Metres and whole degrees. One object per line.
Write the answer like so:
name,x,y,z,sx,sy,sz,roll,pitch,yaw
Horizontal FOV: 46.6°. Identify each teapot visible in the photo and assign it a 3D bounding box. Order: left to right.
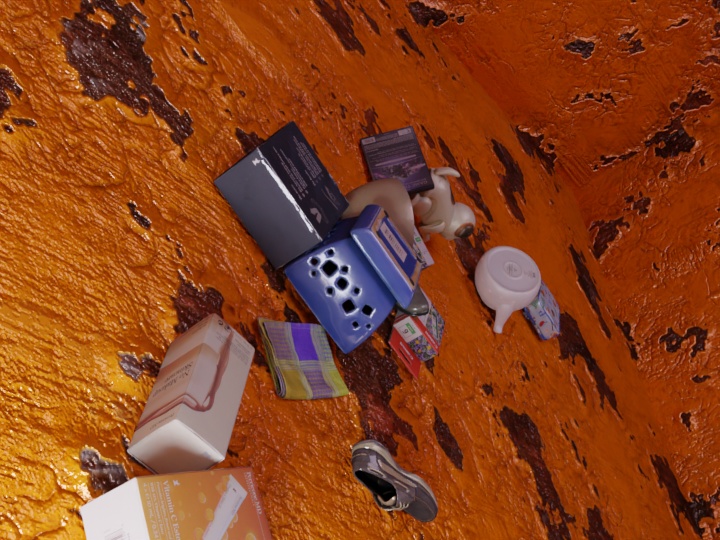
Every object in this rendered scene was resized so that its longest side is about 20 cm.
teapot,0.396,0.038,2.323,0.199,0.147,0.198,-28,65,-33

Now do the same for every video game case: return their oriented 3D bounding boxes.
video game case,0.088,-0.265,2.068,0.019,0.141,0.202,81,-6,-58

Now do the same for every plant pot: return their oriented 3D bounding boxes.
plant pot,0.000,0.000,1.559,0.201,0.179,0.200,54,21,-10
plant pot,0.008,-0.086,1.713,0.133,0.201,0.203,-4,60,-23

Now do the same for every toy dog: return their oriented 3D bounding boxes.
toy dog,0.207,-0.161,2.132,0.200,0.194,0.140,40,19,-23

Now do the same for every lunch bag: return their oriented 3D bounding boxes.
lunch bag,0.572,0.126,2.634,0.161,0.075,0.200,57,25,-12

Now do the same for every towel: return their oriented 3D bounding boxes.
towel,-0.097,0.151,1.424,0.199,0.023,0.145,15,50,-57

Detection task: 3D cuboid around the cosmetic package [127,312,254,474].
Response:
cosmetic package,-0.217,0.166,1.096,0.087,0.103,0.201,45,28,-25

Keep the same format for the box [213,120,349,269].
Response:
box,-0.140,-0.143,1.541,0.198,0.117,0.200,55,25,-11

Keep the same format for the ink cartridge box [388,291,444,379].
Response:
ink cartridge box,0.124,0.132,1.803,0.109,0.050,0.201,53,26,-15

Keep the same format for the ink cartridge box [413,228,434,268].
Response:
ink cartridge box,0.095,-0.087,1.996,0.202,0.050,0.109,63,26,4

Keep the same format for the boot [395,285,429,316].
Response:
boot,0.088,-0.008,1.765,0.067,0.132,0.201,-12,45,-25

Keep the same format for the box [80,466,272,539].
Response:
box,-0.205,0.309,0.971,0.199,0.097,0.126,14,51,-57

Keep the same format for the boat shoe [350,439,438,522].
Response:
boat shoe,0.052,0.375,1.425,0.200,0.074,0.074,43,39,-16
